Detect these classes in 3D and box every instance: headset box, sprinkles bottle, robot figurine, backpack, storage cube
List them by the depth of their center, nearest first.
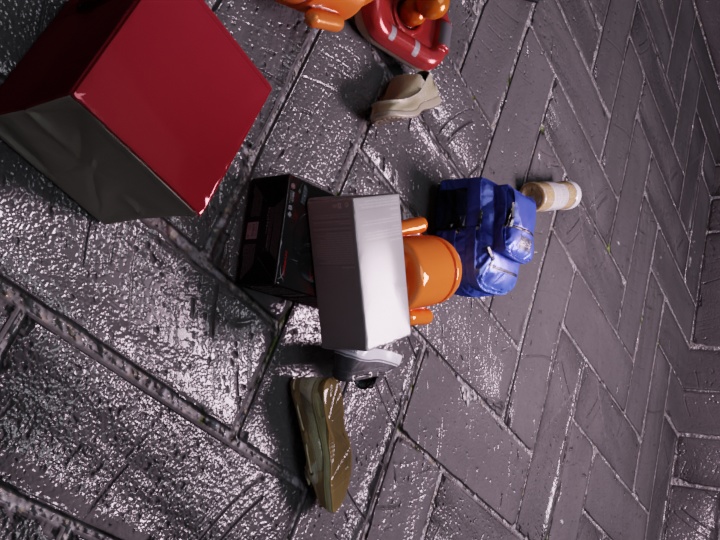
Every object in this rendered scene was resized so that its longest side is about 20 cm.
[{"bbox_3d":[-0.233,-0.172,0.779,0.200,0.171,0.180,48,54,-41],"label":"storage cube"},{"bbox_3d":[-0.063,-0.414,1.057,0.200,0.117,0.144,-4,119,-53],"label":"robot figurine"},{"bbox_3d":[-0.067,-0.031,1.063,0.200,0.075,0.149,21,72,-50],"label":"headset box"},{"bbox_3d":[0.084,0.001,1.213,0.200,0.117,0.144,-6,56,-52],"label":"robot figurine"},{"bbox_3d":[0.217,-0.053,1.364,0.162,0.168,0.200,16,79,-44],"label":"backpack"},{"bbox_3d":[0.426,-0.167,1.714,0.200,0.068,0.068,-10,96,-52],"label":"sprinkles bottle"}]

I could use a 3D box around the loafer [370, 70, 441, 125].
[{"bbox_3d":[0.069,-0.286,1.260,0.200,0.076,0.068,-38,117,-57],"label":"loafer"}]

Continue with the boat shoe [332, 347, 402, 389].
[{"bbox_3d":[0.008,0.144,1.137,0.200,0.070,0.066,28,77,-72],"label":"boat shoe"}]

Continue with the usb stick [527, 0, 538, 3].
[{"bbox_3d":[0.339,-0.616,1.653,0.200,0.033,0.056,-13,100,-51],"label":"usb stick"}]

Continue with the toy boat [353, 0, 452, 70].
[{"bbox_3d":[0.086,-0.415,1.222,0.200,0.131,0.131,20,71,-36],"label":"toy boat"}]

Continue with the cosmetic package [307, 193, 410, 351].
[{"bbox_3d":[0.000,0.000,1.020,0.107,0.090,0.200,-10,100,-52],"label":"cosmetic package"}]

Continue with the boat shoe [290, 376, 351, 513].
[{"bbox_3d":[-0.058,0.246,1.087,0.073,0.063,0.201,-39,126,-60],"label":"boat shoe"}]
